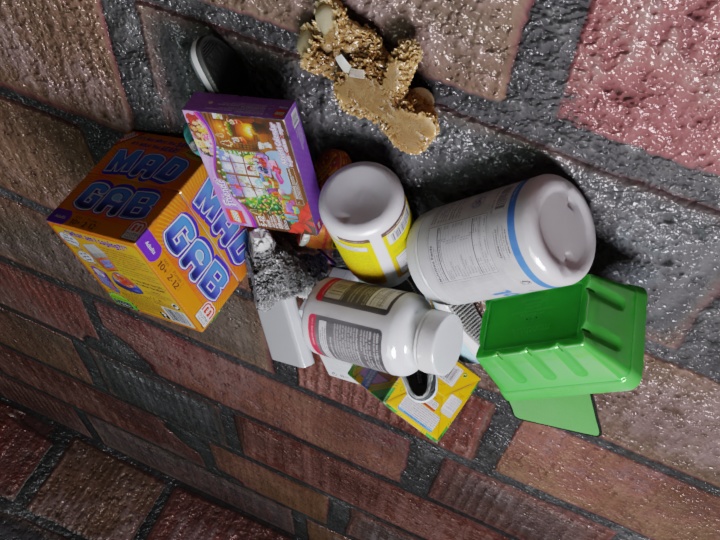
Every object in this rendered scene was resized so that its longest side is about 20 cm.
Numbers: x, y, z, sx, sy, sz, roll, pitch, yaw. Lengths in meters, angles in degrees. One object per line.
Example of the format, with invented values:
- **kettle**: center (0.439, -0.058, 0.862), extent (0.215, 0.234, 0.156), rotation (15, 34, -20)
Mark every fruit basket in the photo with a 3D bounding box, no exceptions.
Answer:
- **fruit basket**: center (0.275, 0.090, 1.017), extent (0.215, 0.156, 0.216), rotation (11, 155, 5)

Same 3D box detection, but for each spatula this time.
- **spatula**: center (0.000, 0.000, 1.211), extent (0.200, 0.021, 0.057), rotation (26, 179, 8)

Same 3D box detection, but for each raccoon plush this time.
- **raccoon plush**: center (-0.094, -0.004, 1.181), extent (0.134, 0.097, 0.200), rotation (-11, 168, -14)

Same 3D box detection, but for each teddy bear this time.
- **teddy bear**: center (0.014, -0.219, 0.898), extent (0.200, 0.067, 0.145), rotation (32, 141, 6)

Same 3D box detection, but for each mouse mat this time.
- **mouse mat**: center (0.313, 0.212, 1.340), extent (0.161, 0.008, 0.200), rotation (8, 145, 30)

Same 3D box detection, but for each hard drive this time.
- **hard drive**: center (-0.140, 0.057, 1.332), extent (0.132, 0.026, 0.200), rotation (2, 111, 60)

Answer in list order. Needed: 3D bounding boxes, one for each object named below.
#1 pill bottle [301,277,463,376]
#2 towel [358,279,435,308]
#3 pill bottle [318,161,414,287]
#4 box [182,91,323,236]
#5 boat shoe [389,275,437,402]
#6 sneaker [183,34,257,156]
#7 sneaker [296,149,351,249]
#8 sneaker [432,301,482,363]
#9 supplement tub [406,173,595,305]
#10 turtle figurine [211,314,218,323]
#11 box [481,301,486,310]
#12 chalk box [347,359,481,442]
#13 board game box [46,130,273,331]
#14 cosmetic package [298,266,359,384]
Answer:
- **pill bottle**: center (0.030, 0.077, 1.065), extent (0.200, 0.111, 0.111), rotation (11, 146, 33)
- **towel**: center (0.062, 0.028, 1.257), extent (0.146, 0.022, 0.200), rotation (14, 148, 25)
- **pill bottle**: center (0.019, -0.051, 1.066), extent (0.109, 0.109, 0.200), rotation (16, 160, 19)
- **box**: center (-0.129, -0.131, 1.016), extent (0.137, 0.039, 0.200), rotation (9, 143, 19)
- **boat shoe**: center (0.075, 0.088, 1.145), extent (0.072, 0.200, 0.071), rotation (-15, 171, 1)
- **sneaker**: center (-0.190, -0.211, 1.049), extent (0.121, 0.084, 0.200), rotation (-5, 138, 29)
- **sneaker**: center (-0.037, -0.100, 1.118), extent (0.077, 0.073, 0.200), rotation (3, 151, -14)
- **sneaker**: center (0.136, 0.084, 1.216), extent (0.082, 0.074, 0.200), rotation (-11, 133, 28)
- **supplement tub**: center (0.168, -0.032, 0.973), extent (0.132, 0.132, 0.200), rotation (44, 147, -24)
- **turtle figurine**: center (-0.334, 0.010, 1.430), extent (0.194, 0.144, 0.200), rotation (24, 153, -1)
- **box**: center (0.208, 0.064, 1.173), extent (0.039, 0.041, 0.200), rotation (10, 144, 28)
- **chalk box**: center (0.073, 0.163, 1.286), extent (0.124, 0.124, 0.200), rotation (38, 174, -22)
- **board game box**: center (-0.296, -0.063, 1.217), extent (0.200, 0.200, 0.200), rotation (14, 147, 33)
- **cosmetic package**: center (-0.028, 0.094, 1.349), extent (0.074, 0.102, 0.200), rotation (12, 147, 23)
